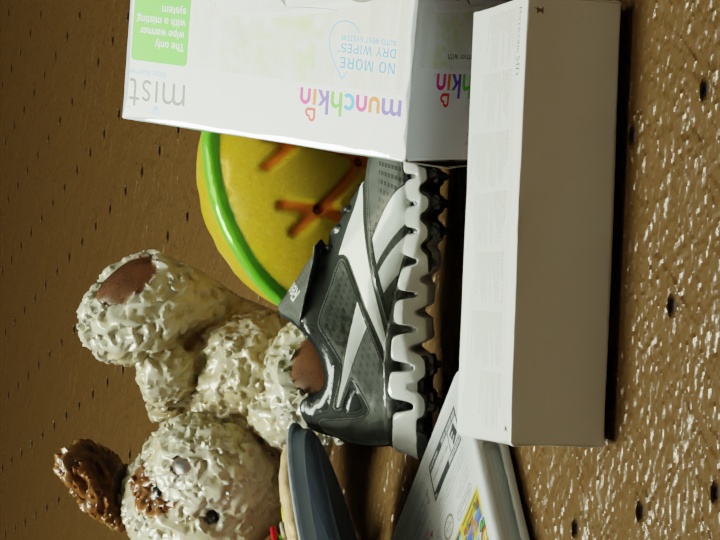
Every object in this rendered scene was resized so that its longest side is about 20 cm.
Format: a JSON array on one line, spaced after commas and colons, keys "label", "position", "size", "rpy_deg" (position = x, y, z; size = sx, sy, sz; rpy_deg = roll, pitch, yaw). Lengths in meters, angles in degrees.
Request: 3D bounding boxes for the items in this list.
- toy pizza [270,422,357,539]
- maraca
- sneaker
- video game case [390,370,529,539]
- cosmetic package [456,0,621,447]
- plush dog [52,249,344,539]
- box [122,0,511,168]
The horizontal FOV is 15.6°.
[{"label": "toy pizza", "position": [-0.018, 0.181, 1.415], "size": [0.200, 0.032, 0.201], "rpy_deg": [-15, -90, -85]}, {"label": "maraca", "position": [-0.041, -0.068, 1.496], "size": [0.107, 0.137, 0.201], "rpy_deg": [-21, 85, 41]}, {"label": "sneaker", "position": [0.000, 0.000, 1.407], "size": [0.066, 0.090, 0.201], "rpy_deg": [6, -94, -81]}, {"label": "video game case", "position": [0.049, 0.184, 1.349], "size": [0.200, 0.023, 0.183], "rpy_deg": [109, 158, -44]}, {"label": "cosmetic package", "position": [0.082, -0.021, 1.204], "size": [0.083, 0.050, 0.201], "rpy_deg": [-178, 91, -77]}, {"label": "plush dog", "position": [-0.082, 0.105, 1.573], "size": [0.172, 0.199, 0.160], "rpy_deg": [-65, -23, -8]}, {"label": "box", "position": [-0.016, -0.152, 1.344], "size": [0.199, 0.096, 0.177], "rpy_deg": [12, 99, 39]}]
